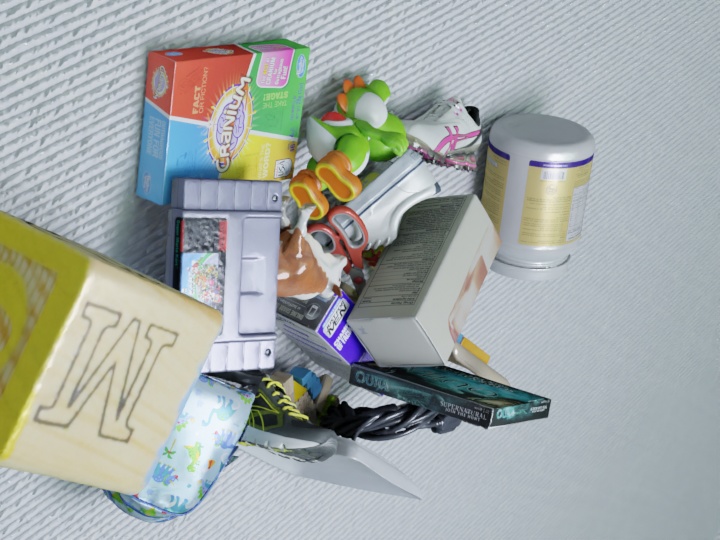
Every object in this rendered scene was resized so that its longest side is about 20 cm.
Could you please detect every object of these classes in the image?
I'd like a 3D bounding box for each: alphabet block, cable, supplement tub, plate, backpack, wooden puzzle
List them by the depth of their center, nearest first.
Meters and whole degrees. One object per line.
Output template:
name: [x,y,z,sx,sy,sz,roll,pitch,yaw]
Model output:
alphabet block: [-0.283,0.072,1.287,0.200,0.195,0.197,29,84,-57]
backpack: [-0.206,0.168,1.501,0.163,0.154,0.200,34,96,-34]
plate: [-0.045,0.227,1.701,0.200,0.200,0.032,39,61,-55]
cable: [0.030,0.175,1.714,0.200,0.163,0.051,-3,92,-66]
wooden puzzle: [0.085,0.081,1.778,0.037,0.200,0.185,-60,145,-5]
supplement tub: [0.238,-0.101,1.925,0.145,0.145,0.200,-23,128,-45]

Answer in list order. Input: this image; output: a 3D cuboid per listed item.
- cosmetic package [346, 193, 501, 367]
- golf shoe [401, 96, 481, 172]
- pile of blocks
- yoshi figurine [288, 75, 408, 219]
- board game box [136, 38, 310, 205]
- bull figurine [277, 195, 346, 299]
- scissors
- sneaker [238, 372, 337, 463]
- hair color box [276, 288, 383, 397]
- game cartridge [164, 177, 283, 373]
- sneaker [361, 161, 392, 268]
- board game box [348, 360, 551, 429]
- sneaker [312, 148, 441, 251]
cosmetic package: [0.078,0.011,1.650,0.087,0.103,0.200,56,48,-34]
golf shoe: [0.093,-0.177,1.757,0.200,0.073,0.092,0,104,-64]
pile of blocks: [-0.082,0.155,1.728,0.082,0.062,0.200,-69,156,-18]
yoshi figurine: [0.001,-0.136,1.602,0.112,0.112,0.200,95,16,-45]
board game box: [-0.142,-0.159,1.471,0.200,0.040,0.153,-17,123,-48]
bull figurine: [-0.102,-0.017,1.536,0.200,0.065,0.122,-8,112,-21]
scissors: [0.000,0.000,1.645,0.073,0.014,0.200,-27,130,12]
sneaker: [-0.106,0.159,1.580,0.074,0.200,0.085,33,72,-52]
hair color box: [-0.037,0.071,1.689,0.065,0.109,0.200,-59,146,-11]
game cartridge: [-0.141,0.005,1.444,0.130,0.038,0.200,-2,97,-44]
sneaker: [0.024,-0.032,1.746,0.090,0.078,0.200,-36,125,-36]
board game box: [0.105,0.141,1.646,0.135,0.200,0.028,-1,103,-54]
sneaker: [0.008,-0.053,1.645,0.200,0.071,0.073,-42,-179,15]
